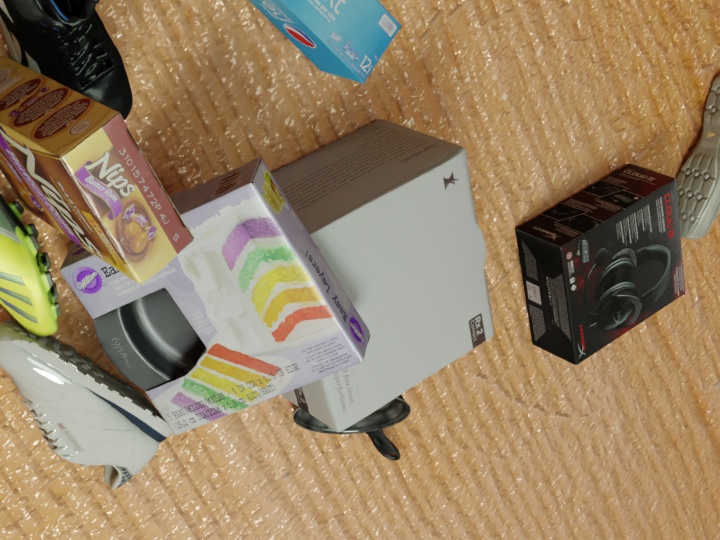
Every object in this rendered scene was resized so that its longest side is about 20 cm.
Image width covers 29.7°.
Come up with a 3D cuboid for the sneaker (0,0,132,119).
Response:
[{"bbox_3d":[-0.216,-0.172,1.002,0.073,0.112,0.201,-44,129,-16],"label":"sneaker"}]

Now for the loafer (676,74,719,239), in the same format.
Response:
[{"bbox_3d":[0.418,-0.128,1.567,0.069,0.070,0.202,18,94,-33],"label":"loafer"}]

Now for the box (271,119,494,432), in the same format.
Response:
[{"bbox_3d":[0.000,0.000,1.233,0.199,0.130,0.201,-29,123,-28],"label":"box"}]

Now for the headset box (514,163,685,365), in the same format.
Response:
[{"bbox_3d":[0.273,-0.013,1.488,0.199,0.077,0.150,-27,122,-27],"label":"headset box"}]

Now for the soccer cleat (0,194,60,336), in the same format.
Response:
[{"bbox_3d":[-0.295,-0.024,1.038,0.083,0.065,0.201,-27,126,-6],"label":"soccer cleat"}]

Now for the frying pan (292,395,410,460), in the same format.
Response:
[{"bbox_3d":[0.016,0.142,1.332,0.189,0.114,0.031,23,54,-45],"label":"frying pan"}]

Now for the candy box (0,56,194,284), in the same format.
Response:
[{"bbox_3d":[-0.212,-0.077,0.983,0.056,0.199,0.117,-41,128,-20],"label":"candy box"}]

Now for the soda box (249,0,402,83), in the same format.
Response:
[{"bbox_3d":[-0.056,-0.243,1.134,0.200,0.068,0.064,41,79,-41],"label":"soda box"}]

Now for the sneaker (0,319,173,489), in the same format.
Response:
[{"bbox_3d":[-0.240,0.114,1.125,0.081,0.076,0.200,-48,129,-2],"label":"sneaker"}]

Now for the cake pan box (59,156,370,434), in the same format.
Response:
[{"bbox_3d":[-0.120,0.026,1.107,0.199,0.052,0.185,-21,114,20],"label":"cake pan box"}]
